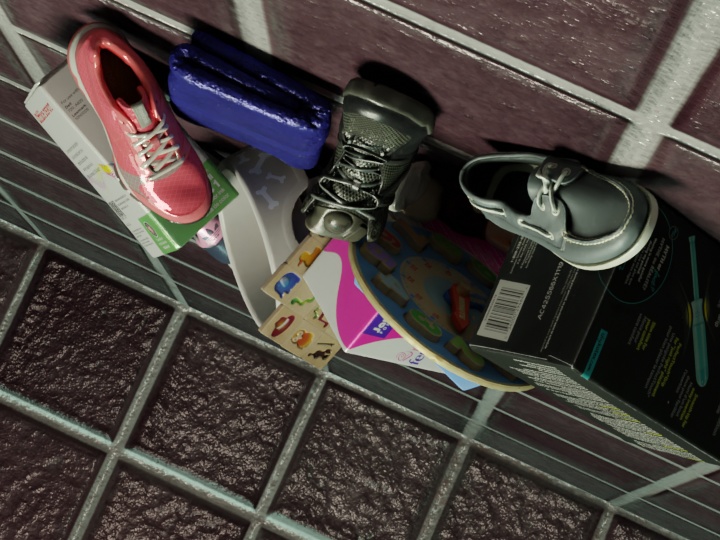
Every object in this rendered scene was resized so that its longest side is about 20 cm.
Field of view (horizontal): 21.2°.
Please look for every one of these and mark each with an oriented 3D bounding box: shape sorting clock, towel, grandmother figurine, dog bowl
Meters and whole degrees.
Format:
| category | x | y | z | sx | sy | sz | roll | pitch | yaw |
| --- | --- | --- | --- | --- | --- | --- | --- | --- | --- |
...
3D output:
| category | x | y | z | sx | sy | sz | roll | pitch | yaw |
| --- | --- | --- | --- | --- | --- | --- | --- | --- | --- |
| shape sorting clock | 0.077 | 0.025 | 1.594 | 0.199 | 0.039 | 0.201 | 32 | -152 | -19 |
| towel | -0.094 | -0.146 | 1.648 | 0.146 | 0.050 | 0.200 | 22 | 173 | -2 |
| grandmother figurine | 0.111 | -0.041 | 1.647 | 0.198 | 0.061 | 0.121 | 21 | 162 | 11 |
| dog bowl | -0.084 | -0.028 | 1.840 | 0.058 | 0.202 | 0.200 | -17 | -177 | -17 |

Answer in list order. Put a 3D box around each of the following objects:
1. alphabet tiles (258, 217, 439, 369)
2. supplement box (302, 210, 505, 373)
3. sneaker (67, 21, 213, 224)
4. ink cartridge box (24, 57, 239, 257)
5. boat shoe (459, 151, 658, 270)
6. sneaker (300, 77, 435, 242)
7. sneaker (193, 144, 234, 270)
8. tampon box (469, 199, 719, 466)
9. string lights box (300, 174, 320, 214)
| category | x | y | z | sx | sy | sz | roll | pitch | yaw |
| --- | --- | --- | --- | --- | --- | --- | --- | --- | --- |
| alphabet tiles | 0.000 | 0.000 | 1.767 | 0.167 | 0.200 | 0.008 | 35 | -170 | -48 |
| supplement box | 0.062 | 0.021 | 1.742 | 0.199 | 0.101 | 0.104 | 14 | -145 | -42 |
| sneaker | -0.196 | -0.125 | 1.692 | 0.201 | 0.073 | 0.087 | 59 | 172 | -11 |
| ink cartridge box | -0.220 | -0.116 | 1.826 | 0.200 | 0.084 | 0.145 | 50 | 167 | -8 |
| boat shoe | 0.144 | -0.051 | 1.445 | 0.061 | 0.073 | 0.199 | 26 | 178 | -31 |
| sneaker | 0.005 | -0.082 | 1.519 | 0.076 | 0.115 | 0.199 | 23 | 169 | 0 |
| sneaker | -0.164 | -0.082 | 1.996 | 0.082 | 0.070 | 0.200 | 34 | -169 | -42 |
| tampon box | 0.217 | 0.042 | 1.524 | 0.199 | 0.151 | 0.126 | 31 | 168 | -35 |
| string lights box | -0.042 | -0.040 | 1.902 | 0.058 | 0.104 | 0.200 | -18 | -177 | -17 |
